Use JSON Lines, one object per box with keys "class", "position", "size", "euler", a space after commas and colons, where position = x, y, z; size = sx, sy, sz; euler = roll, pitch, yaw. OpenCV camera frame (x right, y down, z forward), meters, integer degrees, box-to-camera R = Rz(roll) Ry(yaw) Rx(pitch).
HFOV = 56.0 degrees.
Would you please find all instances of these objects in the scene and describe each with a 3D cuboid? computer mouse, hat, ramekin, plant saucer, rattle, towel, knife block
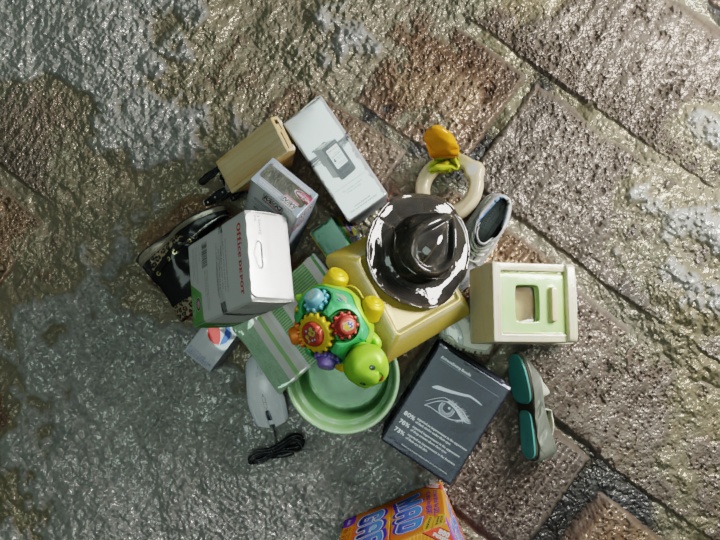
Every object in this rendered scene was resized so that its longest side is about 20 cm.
{"class": "computer mouse", "position": [-0.173, 0.253, 1.248], "size": [0.109, 0.044, 0.202], "euler": [-13, 90, 5]}
{"class": "hat", "position": [0.107, -0.044, 1.073], "size": [0.199, 0.081, 0.202], "euler": [6, 73, -19]}
{"class": "ramekin", "position": [-0.028, 0.181, 1.209], "size": [0.198, 0.098, 0.202], "euler": [0, 91, 5]}
{"class": "plant saucer", "position": [0.073, 0.021, 1.113], "size": [0.199, 0.048, 0.201], "euler": [-27, 87, -25]}
{"class": "rattle", "position": [0.128, -0.123, 1.166], "size": [0.130, 0.143, 0.201], "euler": [32, 90, 12]}
{"class": "towel", "position": [-0.110, 0.087, 1.161], "size": [0.200, 0.023, 0.153], "euler": [-42, 71, 7]}
{"class": "knife block", "position": [-0.205, -0.177, 1.175], "size": [0.175, 0.200, 0.064], "euler": [-29, 90, -9]}

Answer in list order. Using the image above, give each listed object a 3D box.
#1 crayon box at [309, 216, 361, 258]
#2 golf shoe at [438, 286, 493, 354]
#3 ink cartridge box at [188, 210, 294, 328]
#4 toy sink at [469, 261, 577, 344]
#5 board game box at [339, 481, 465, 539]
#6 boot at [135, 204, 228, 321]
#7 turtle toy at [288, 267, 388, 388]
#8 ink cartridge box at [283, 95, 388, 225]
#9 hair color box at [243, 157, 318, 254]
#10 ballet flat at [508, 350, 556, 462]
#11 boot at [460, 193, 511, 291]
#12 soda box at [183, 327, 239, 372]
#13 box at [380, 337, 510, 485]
{"class": "crayon box", "position": [0.000, 0.000, 1.189], "size": [0.051, 0.126, 0.201], "euler": [-34, 89, 11]}
{"class": "golf shoe", "position": [0.160, 0.068, 1.189], "size": [0.199, 0.078, 0.098], "euler": [33, 110, 1]}
{"class": "ink cartridge box", "position": [-0.199, 0.003, 1.106], "size": [0.199, 0.084, 0.147], "euler": [-21, 71, 47]}
{"class": "toy sink", "position": [0.295, 0.058, 1.141], "size": [0.198, 0.112, 0.132], "euler": [3, 82, -13]}
{"class": "board game box", "position": [0.089, 0.518, 1.153], "size": [0.199, 0.200, 0.201], "euler": [-23, 89, 5]}
{"class": "boot", "position": [-0.297, -0.013, 1.239], "size": [0.199, 0.073, 0.151], "euler": [-32, 87, 8]}
{"class": "turtle toy", "position": [-0.032, 0.100, 1.047], "size": [0.200, 0.101, 0.146], "euler": [37, 119, 19]}
{"class": "ink cartridge box", "position": [-0.039, -0.186, 1.181], "size": [0.083, 0.145, 0.201], "euler": [-34, 88, 4]}
{"class": "hair color box", "position": [-0.146, -0.094, 1.164], "size": [0.099, 0.200, 0.061], "euler": [39, 62, 3]}
{"class": "ballet flat", "position": [0.310, 0.238, 1.210], "size": [0.063, 0.067, 0.202], "euler": [-9, 91, -23]}
{"class": "boot", "position": [0.199, -0.047, 1.189], "size": [0.073, 0.096, 0.201], "euler": [27, 95, 3]}
{"class": "soda box", "position": [-0.232, 0.085, 1.238], "size": [0.064, 0.068, 0.200], "euler": [38, 94, 3]}
{"class": "box", "position": [0.148, 0.243, 1.193], "size": [0.147, 0.104, 0.201], "euler": [33, 93, 4]}
